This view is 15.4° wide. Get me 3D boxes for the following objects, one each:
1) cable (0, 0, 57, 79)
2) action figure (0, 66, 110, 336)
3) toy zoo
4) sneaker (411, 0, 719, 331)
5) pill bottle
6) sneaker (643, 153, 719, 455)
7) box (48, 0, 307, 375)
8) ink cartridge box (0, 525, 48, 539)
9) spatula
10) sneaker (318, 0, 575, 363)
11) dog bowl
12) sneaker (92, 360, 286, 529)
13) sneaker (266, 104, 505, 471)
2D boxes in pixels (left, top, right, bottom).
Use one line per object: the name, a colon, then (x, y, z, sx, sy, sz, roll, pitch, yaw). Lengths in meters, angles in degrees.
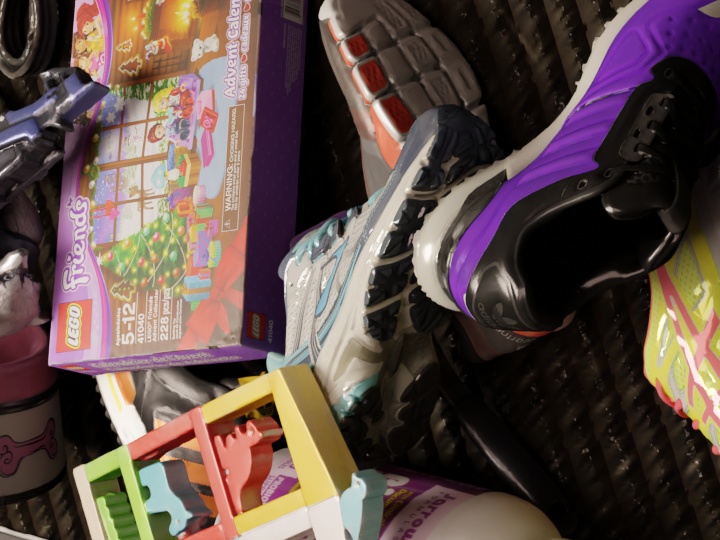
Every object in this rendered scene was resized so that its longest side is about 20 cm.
cable: (-0.179, -0.202, 1.438, 0.097, 0.050, 0.200, 41, 120, 25)
action figure: (-0.197, -0.052, 1.411, 0.200, 0.105, 0.194, -32, 56, 20)
toy zoo: (-0.055, 0.126, 1.259, 0.200, 0.020, 0.132, -28, 76, 44)
sneaker: (0.120, -0.045, 1.144, 0.200, 0.070, 0.099, -47, 29, -7)
pill bottle: (0.030, 0.153, 1.273, 0.200, 0.112, 0.113, 10, 103, 43)
sneaker: (0.170, 0.051, 1.181, 0.090, 0.078, 0.201, -25, 70, 39)
box: (-0.093, -0.051, 1.363, 0.137, 0.039, 0.201, -8, 74, 40)
ink cartridge box: (-0.246, 0.209, 1.461, 0.145, 0.200, 0.084, 12, 107, 37)
spatula: (0.043, 0.050, 1.305, 0.200, 0.056, 0.021, 54, 151, 11)
sneaker: (0.024, -0.042, 1.285, 0.082, 0.077, 0.200, -41, 70, 42)
dog bowl: (-0.252, 0.060, 1.443, 0.200, 0.200, 0.074, 21, 107, 35)
sneaker: (-0.067, 0.096, 1.380, 0.090, 0.070, 0.200, -42, 69, 39)
sneaker: (0.000, 0.000, 1.229, 0.086, 0.078, 0.200, 45, 130, 31)
